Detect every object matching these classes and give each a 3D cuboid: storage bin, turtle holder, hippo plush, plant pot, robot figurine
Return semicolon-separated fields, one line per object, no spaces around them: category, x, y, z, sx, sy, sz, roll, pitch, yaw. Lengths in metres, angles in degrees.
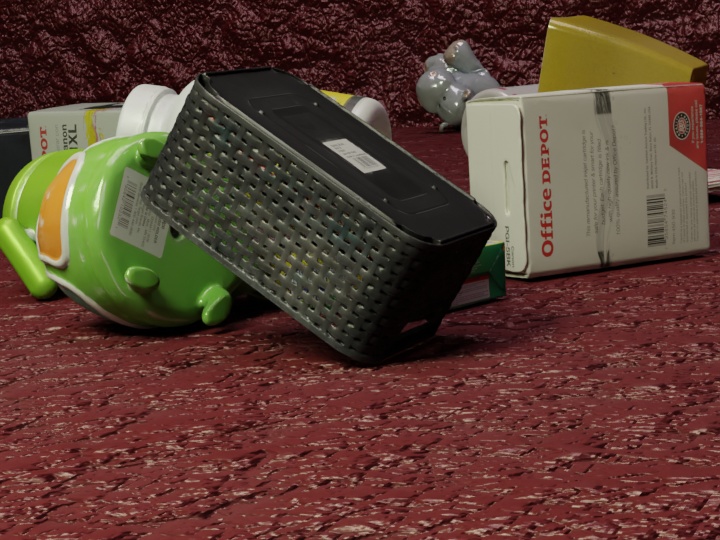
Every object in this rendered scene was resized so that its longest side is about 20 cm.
storage bin;-0.027;-0.042;1.169;0.199;0.094;0.135;35;21;17
turtle holder;-0.152;-0.030;1.297;0.131;0.142;0.185;-4;7;41
hippo plush;0.174;-0.309;3.278;0.200;0.160;0.161;40;39;7
plant pot;0.321;-0.196;2.175;0.175;0.202;0.200;12;12;18
robot figurine;-0.222;-0.044;1.500;0.199;0.117;0.175;5;23;44

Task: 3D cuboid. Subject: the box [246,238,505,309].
box;0.000;0.000;1.369;0.199;0.049;0.117;8;14;43

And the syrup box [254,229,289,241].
syrup box;-0.092;-0.078;1.825;0.081;0.080;0.200;0;9;14

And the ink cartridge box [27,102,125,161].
ink cartridge box;-0.204;-0.079;1.639;0.198;0.147;0.083;2;11;33

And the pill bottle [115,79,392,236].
pill bottle;-0.083;-0.090;1.370;0.198;0.113;0.112;10;12;16

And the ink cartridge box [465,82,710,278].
ink cartridge box;0.191;-0.079;1.489;0.198;0.148;0.083;-7;8;-31

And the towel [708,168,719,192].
towel;0.329;-0.092;1.978;0.145;0.030;0.200;-7;6;-24

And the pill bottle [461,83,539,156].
pill bottle;0.239;-0.194;2.401;0.113;0.115;0.199;5;11;44

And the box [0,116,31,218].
box;-0.350;-0.105;1.947;0.195;0.125;0.200;-5;9;-26
